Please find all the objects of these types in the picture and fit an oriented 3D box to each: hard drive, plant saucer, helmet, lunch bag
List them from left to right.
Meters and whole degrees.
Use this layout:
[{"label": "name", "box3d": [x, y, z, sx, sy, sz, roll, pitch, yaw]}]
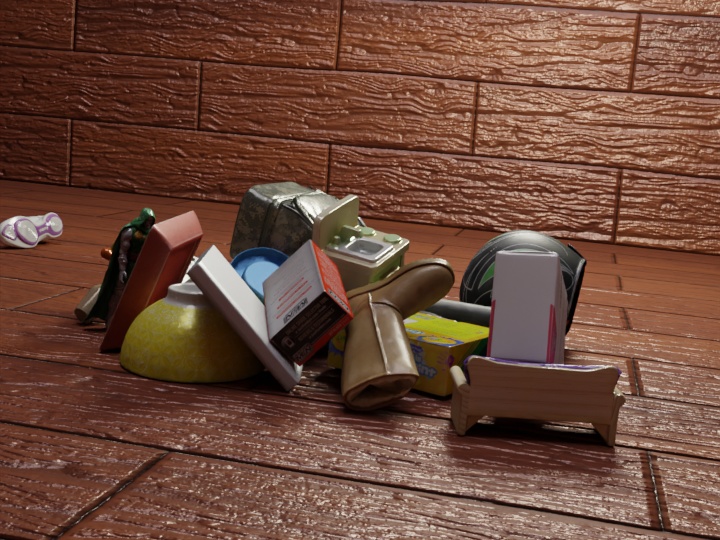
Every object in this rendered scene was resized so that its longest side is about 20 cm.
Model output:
[{"label": "plant saucer", "box3d": [-0.299, 0.017, 1.495, 0.037, 0.201, 0.200, 26, 12, 3]}, {"label": "hard drive", "box3d": [-0.149, 0.061, 1.344, 0.027, 0.200, 0.132, -37, 9, 7]}, {"label": "lunch bag", "box3d": [-0.095, -0.062, 1.691, 0.167, 0.140, 0.200, 24, 15, 21]}, {"label": "helmet", "box3d": [0.263, 0.032, 1.679, 0.190, 0.201, 0.200, 16, 12, 16]}]

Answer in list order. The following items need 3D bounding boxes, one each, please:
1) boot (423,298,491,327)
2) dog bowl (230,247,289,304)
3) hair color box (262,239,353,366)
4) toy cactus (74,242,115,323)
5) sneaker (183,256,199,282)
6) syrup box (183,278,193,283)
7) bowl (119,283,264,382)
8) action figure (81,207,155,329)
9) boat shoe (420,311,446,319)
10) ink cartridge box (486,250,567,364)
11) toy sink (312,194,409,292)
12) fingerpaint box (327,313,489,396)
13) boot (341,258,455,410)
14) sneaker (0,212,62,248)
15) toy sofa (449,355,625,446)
[{"label": "boot", "box3d": [0.192, 0.066, 1.564, 0.199, 0.182, 0.073, 17, 46, 28]}, {"label": "dog bowl", "box3d": [-0.117, 0.049, 1.541, 0.200, 0.050, 0.111, 37, 51, 17]}, {"label": "hair color box", "box3d": [-0.076, 0.040, 1.388, 0.061, 0.101, 0.200, 45, 10, -20]}, {"label": "toy cactus", "box3d": [-0.401, 0.016, 1.628, 0.200, 0.102, 0.165, -36, 11, 47]}, {"label": "sneaker", "box3d": [-0.337, 0.006, 1.900, 0.073, 0.071, 0.200, 8, 9, 19]}, {"label": "syrup box", "box3d": [-0.239, 0.051, 1.638, 0.078, 0.082, 0.200, 2, 8, 1]}, {"label": "bowl", "box3d": [-0.227, 0.077, 1.391, 0.199, 0.108, 0.200, 5, 8, -1]}, {"label": "action figure", "box3d": [-0.348, -0.004, 1.541, 0.055, 0.201, 0.118, 34, 27, 34]}, {"label": "boat shoe", "box3d": [0.113, 0.100, 1.543, 0.199, 0.067, 0.057, 13, -3, 30]}, {"label": "ink cartridge box", "box3d": [0.226, 0.072, 1.342, 0.082, 0.147, 0.200, 3, -15, 16]}, {"label": "toy sink", "box3d": [0.000, 0.000, 1.593, 0.112, 0.201, 0.130, 16, 27, 23]}, {"label": "fingerpaint box", "box3d": [0.081, 0.113, 1.436, 0.199, 0.074, 0.167, 11, 10, 34]}, {"label": "boot", "box3d": [0.054, 0.082, 1.307, 0.175, 0.066, 0.200, -25, 31, 10]}, {"label": "sneaker", "box3d": [-0.775, -0.084, 2.319, 0.099, 0.075, 0.200, -12, 3, 21]}, {"label": "toy sofa", "box3d": [0.210, 0.147, 1.214, 0.199, 0.098, 0.083, 4, 9, -2]}]
